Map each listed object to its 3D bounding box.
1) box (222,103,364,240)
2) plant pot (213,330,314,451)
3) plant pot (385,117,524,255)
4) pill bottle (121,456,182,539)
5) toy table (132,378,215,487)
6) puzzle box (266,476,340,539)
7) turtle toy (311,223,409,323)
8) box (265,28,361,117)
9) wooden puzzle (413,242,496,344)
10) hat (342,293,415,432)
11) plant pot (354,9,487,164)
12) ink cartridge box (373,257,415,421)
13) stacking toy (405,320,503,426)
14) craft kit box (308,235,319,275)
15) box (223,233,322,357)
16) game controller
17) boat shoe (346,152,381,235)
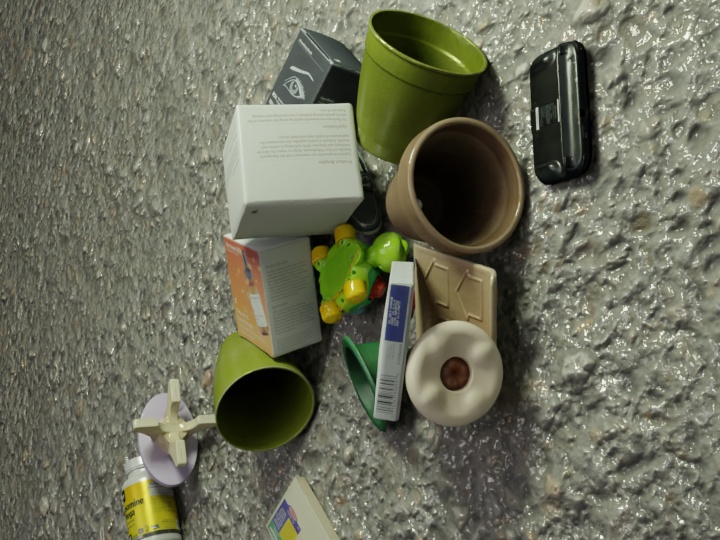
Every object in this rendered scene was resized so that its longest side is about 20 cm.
[{"bbox_3d":[-0.118,-0.162,1.546,0.200,0.196,0.174,134,131,-69],"label":"box"},{"bbox_3d":[-0.202,0.205,1.751,0.189,0.185,0.200,-64,29,19],"label":"plant pot"},{"bbox_3d":[0.125,-0.115,1.415,0.174,0.198,0.203,163,110,-67],"label":"plant pot"},{"bbox_3d":[-0.464,0.516,2.034,0.112,0.112,0.202,-41,55,37],"label":"pill bottle"},{"bbox_3d":[-0.396,0.341,1.954,0.117,0.182,0.202,-51,56,53],"label":"toy table"},{"bbox_3d":[-0.097,0.493,1.674,0.200,0.025,0.134,53,123,40],"label":"puzzle box"},{"bbox_3d":[0.000,0.000,1.580,0.200,0.100,0.147,-39,51,42],"label":"turtle toy"},{"bbox_3d":[-0.084,-0.318,1.716,0.201,0.103,0.148,-59,42,24],"label":"box"},{"bbox_3d":[0.151,0.064,1.408,0.199,0.046,0.188,25,124,53],"label":"wooden puzzle"},{"bbox_3d":[0.077,0.147,1.533,0.166,0.174,0.201,57,164,37],"label":"hat"},{"bbox_3d":[0.075,-0.284,1.493,0.201,0.198,0.194,56,136,38],"label":"plant pot"},{"bbox_3d":[0.052,0.093,1.361,0.200,0.043,0.199,-76,-9,-78],"label":"ink cartridge box"},{"bbox_3d":[0.111,0.144,1.369,0.200,0.144,0.148,179,97,-75],"label":"stacking toy"},{"bbox_3d":[-0.165,-0.097,1.778,0.199,0.048,0.200,17,120,50],"label":"craft kit box"},{"bbox_3d":[-0.161,0.032,1.692,0.152,0.105,0.203,22,124,55],"label":"box"},{"bbox_3d":[0.288,-0.228,1.340,0.104,0.042,0.203,-20,68,62],"label":"game controller"},{"bbox_3d":[-0.013,-0.152,1.634,0.062,0.072,0.202,89,165,-55],"label":"boat shoe"}]
